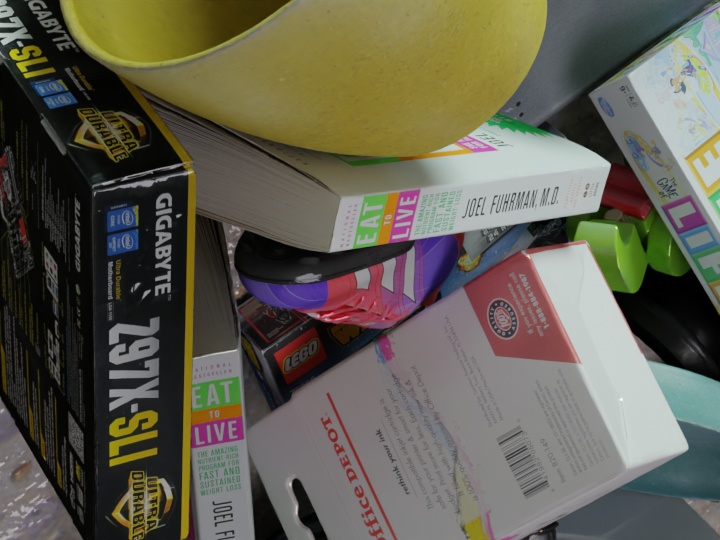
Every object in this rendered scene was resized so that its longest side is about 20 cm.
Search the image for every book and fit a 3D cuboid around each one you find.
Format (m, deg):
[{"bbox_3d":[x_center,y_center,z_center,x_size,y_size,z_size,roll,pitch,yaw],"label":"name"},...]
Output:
[{"bbox_3d":[-0.078,0.071,1.068,0.048,0.134,0.201,-9,132,-9],"label":"book"},{"bbox_3d":[0.004,-0.050,1.019,0.200,0.133,0.048,-10,118,-51],"label":"book"}]

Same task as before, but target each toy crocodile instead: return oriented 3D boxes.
[{"bbox_3d":[0.167,-0.058,1.197,0.200,0.067,0.062,-49,142,-30],"label":"toy crocodile"}]

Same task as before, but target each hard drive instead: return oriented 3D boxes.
[{"bbox_3d":[0.122,-0.165,1.135,0.200,0.033,0.140,-36,138,-12],"label":"hard drive"}]

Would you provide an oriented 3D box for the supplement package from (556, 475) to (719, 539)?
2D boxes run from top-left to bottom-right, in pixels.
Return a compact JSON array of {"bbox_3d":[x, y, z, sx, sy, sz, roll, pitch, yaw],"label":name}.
[{"bbox_3d":[0.094,0.198,1.305,0.199,0.156,0.111,-27,137,-20],"label":"supplement package"}]

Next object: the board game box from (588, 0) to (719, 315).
[{"bbox_3d":[0.219,-0.041,1.166,0.134,0.034,0.201,-36,98,-34],"label":"board game box"}]

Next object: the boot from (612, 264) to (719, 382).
[{"bbox_3d":[0.215,-0.016,1.255,0.158,0.079,0.211,-50,176,9],"label":"boot"}]

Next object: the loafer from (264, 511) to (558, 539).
[{"bbox_3d":[0.017,0.153,1.212,0.199,0.073,0.073,-26,172,32],"label":"loafer"}]

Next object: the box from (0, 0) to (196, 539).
[{"bbox_3d":[-0.123,0.000,0.965,0.049,0.160,0.201,-13,129,-22],"label":"box"}]

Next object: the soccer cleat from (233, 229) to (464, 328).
[{"bbox_3d":[0.000,0.000,1.049,0.200,0.068,0.074,-28,128,-65],"label":"soccer cleat"}]

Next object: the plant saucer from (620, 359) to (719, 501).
[{"bbox_3d":[0.142,0.081,1.201,0.200,0.199,0.036,30,68,-48],"label":"plant saucer"}]

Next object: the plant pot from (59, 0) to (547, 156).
[{"bbox_3d":[-0.002,-0.128,0.919,0.200,0.200,0.142,-48,130,3],"label":"plant pot"}]

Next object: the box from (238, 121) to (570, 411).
[{"bbox_3d":[0.036,0.020,1.205,0.200,0.040,0.137,-34,139,-13],"label":"box"}]

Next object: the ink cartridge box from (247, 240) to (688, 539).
[{"bbox_3d":[0.047,0.083,1.108,0.200,0.117,0.067,-32,167,32],"label":"ink cartridge box"}]
